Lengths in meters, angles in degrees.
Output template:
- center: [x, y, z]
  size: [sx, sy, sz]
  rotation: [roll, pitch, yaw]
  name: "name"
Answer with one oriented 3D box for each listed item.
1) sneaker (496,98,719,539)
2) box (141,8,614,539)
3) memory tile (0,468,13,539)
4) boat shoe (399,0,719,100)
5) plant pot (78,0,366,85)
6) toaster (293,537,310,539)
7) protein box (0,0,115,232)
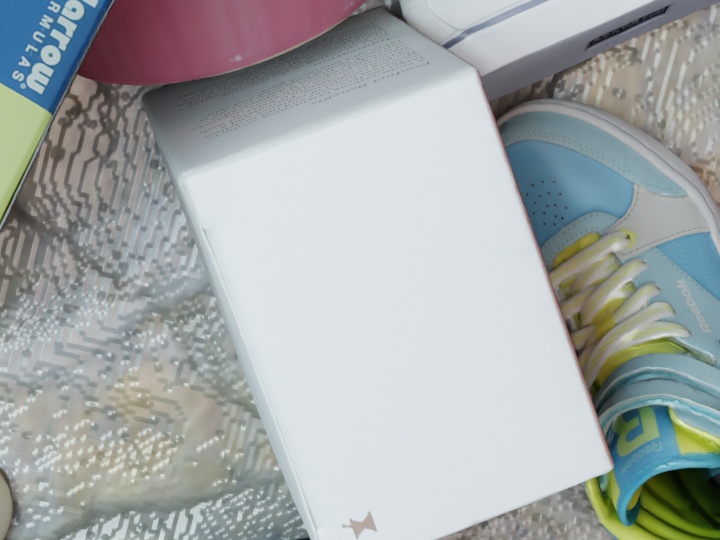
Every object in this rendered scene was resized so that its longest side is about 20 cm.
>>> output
- center: [0.103, 0.025, 0.982]
  size: [0.080, 0.131, 0.200]
  rotation: [-41, 86, 27]
  name: "sneaker"
- center: [0.000, 0.000, 0.944]
  size: [0.106, 0.200, 0.152]
  rotation: [-21, 104, -4]
  name: "box"
- center: [-0.228, 0.132, 1.030]
  size: [0.200, 0.017, 0.153]
  rotation: [-30, 104, -2]
  name: "memory tile"
- center: [0.108, -0.131, 1.001]
  size: [0.200, 0.074, 0.065]
  rotation: [-24, 80, -16]
  name: "boat shoe"
- center: [-0.072, -0.173, 0.914]
  size: [0.200, 0.200, 0.179]
  rotation: [-18, 118, -5]
  name: "plant pot"
- center: [-0.044, 0.196, 0.984]
  size: [0.181, 0.119, 0.200]
  rotation: [-12, 131, -7]
  name: "toaster"
- center: [-0.197, -0.084, 0.823]
  size: [0.198, 0.200, 0.135]
  rotation: [29, 66, -12]
  name: "protein box"
